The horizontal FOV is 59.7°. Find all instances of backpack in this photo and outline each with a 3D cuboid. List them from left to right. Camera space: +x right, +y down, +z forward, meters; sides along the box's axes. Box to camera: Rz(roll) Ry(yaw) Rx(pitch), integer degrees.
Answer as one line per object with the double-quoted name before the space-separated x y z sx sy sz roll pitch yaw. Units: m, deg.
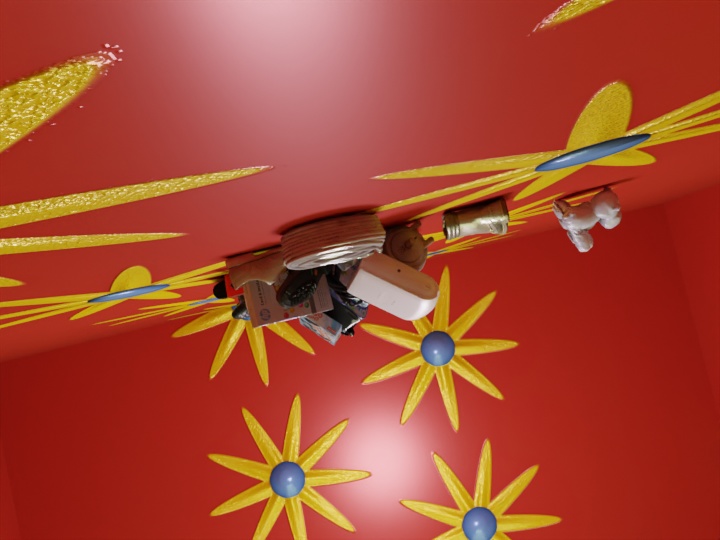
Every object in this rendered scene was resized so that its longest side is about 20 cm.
"backpack" -0.045 0.045 1.761 0.147 0.183 0.201 -44 -163 29

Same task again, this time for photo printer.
"photo printer" 0.078 0.041 1.437 0.199 0.070 0.167 26 155 -3

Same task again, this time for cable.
"cable" -0.051 -0.055 1.168 0.198 0.070 0.200 -13 176 -6
"cable" 0.000 0.000 1.580 0.200 0.163 0.051 -38 153 -29

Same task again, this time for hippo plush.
"hippo plush" 0.647 -0.174 1.779 0.160 0.160 0.200 -32 130 13

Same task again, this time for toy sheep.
"toy sheep" 0.100 -0.046 1.484 0.136 0.139 0.200 -13 164 -11

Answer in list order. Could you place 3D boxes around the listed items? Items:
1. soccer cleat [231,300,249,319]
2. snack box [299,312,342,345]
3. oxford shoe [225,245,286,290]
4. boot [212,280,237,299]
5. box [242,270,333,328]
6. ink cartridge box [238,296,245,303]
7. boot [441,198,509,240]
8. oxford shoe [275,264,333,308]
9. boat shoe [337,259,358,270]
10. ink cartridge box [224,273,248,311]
"soccer cleat" -0.240 0.095 1.653 0.198 0.082 0.068 -22 158 -12
"snack box" -0.106 0.141 1.648 0.037 0.116 0.200 -57 175 -13
"oxford shoe" -0.182 -0.010 1.330 0.198 0.075 0.071 -14 176 -3
"boot" -0.317 0.040 1.757 0.187 0.069 0.200 -22 -177 -7
"box" -0.170 0.035 1.439 0.198 0.158 0.041 -11 174 -33
"ink cartridge box" -0.252 0.053 1.780 0.196 0.044 0.200 -22 -167 -11
"boot" 0.271 -0.113 1.494 0.153 0.073 0.200 -15 172 8
"oxford shoe" -0.134 0.012 1.378 0.084 0.073 0.200 7 -142 29
"boat shoe" -0.024 -0.054 1.458 0.067 0.074 0.200 -41 -178 -12
"ink cartridge box" -0.238 0.042 1.596 0.198 0.068 0.116 -13 -147 -9
